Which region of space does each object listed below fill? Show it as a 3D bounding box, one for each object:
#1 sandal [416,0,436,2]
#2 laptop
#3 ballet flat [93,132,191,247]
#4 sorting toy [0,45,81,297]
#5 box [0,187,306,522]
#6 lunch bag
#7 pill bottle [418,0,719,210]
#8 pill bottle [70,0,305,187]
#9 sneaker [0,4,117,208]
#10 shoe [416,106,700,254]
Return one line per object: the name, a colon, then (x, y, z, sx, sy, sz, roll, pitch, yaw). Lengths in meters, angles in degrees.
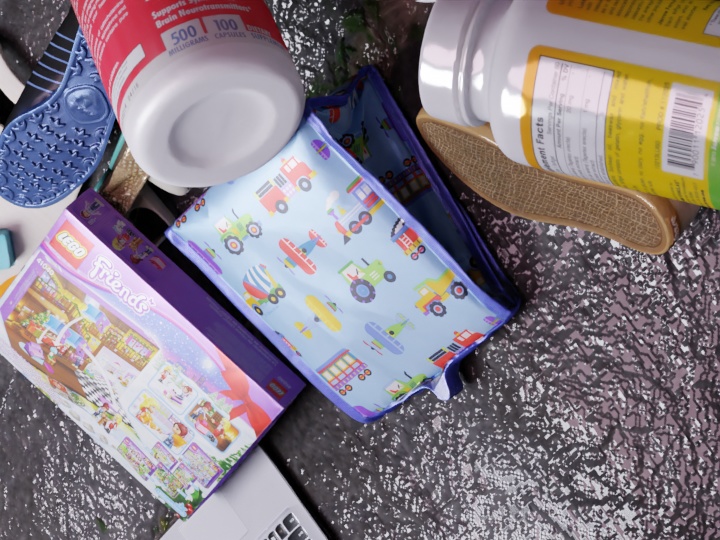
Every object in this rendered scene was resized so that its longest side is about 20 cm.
sandal: (0.078, -0.191, 1.413, 0.205, 0.079, 0.059, -13, 123, 29)
laptop: (-0.095, 0.258, 1.657, 0.200, 0.116, 0.187, 53, 128, 13)
ballet flat: (-0.148, -0.060, 1.649, 0.065, 0.071, 0.201, 30, 127, -3)
sorting toy: (-0.276, -0.067, 1.734, 0.200, 0.107, 0.181, 40, 105, 22)
box: (-0.151, 0.059, 1.644, 0.200, 0.039, 0.137, 43, 126, 1)
lunch bag: (0.000, 0.000, 1.532, 0.150, 0.094, 0.200, -39, 87, 36)
pill bottle: (0.138, -0.105, 1.342, 0.199, 0.111, 0.112, 14, 112, 21)
pill bottle: (-0.116, -0.158, 1.479, 0.112, 0.112, 0.201, -54, 46, 35)
sneaker: (-0.187, -0.129, 1.639, 0.070, 0.078, 0.200, 30, 124, -13)
shoe: (0.120, -0.065, 1.438, 0.199, 0.053, 0.070, 25, 150, 35)
